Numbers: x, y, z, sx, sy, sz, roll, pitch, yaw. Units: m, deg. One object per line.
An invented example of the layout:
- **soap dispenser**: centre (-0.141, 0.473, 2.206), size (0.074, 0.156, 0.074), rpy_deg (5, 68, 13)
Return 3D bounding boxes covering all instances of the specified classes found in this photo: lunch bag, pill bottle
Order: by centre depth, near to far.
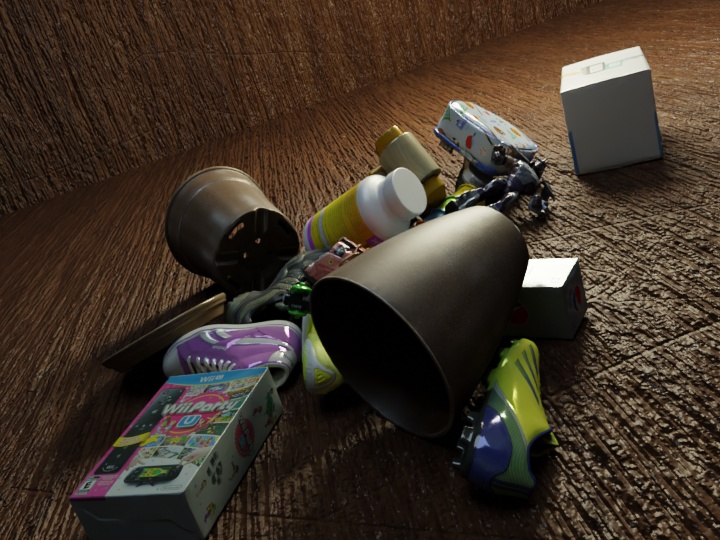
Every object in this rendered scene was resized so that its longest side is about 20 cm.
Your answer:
- **pill bottle**: centre (0.007, -0.077, 1.079), size (0.198, 0.105, 0.104), rpy_deg (-31, 10, 41)
- **lunch bag**: centre (0.224, -0.225, 1.237), size (0.160, 0.076, 0.199), rpy_deg (42, 28, 20)

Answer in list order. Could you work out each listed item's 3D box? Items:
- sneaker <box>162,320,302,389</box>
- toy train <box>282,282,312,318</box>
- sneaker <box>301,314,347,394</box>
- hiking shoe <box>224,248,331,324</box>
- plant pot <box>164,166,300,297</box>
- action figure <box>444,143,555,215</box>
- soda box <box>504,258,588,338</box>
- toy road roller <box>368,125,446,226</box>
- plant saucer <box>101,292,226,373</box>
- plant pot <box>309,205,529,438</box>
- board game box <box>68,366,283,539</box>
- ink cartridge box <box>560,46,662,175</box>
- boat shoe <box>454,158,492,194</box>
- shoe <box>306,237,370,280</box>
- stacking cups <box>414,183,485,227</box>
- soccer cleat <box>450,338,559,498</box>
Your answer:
- **sneaker**: centre (-0.175, 0.124, 0.895), size (0.196, 0.074, 0.115), rpy_deg (-15, 27, 13)
- **toy train**: centre (0.006, 0.047, 0.829), size (0.195, 0.043, 0.056), rpy_deg (10, 4, 2)
- **sneaker**: centre (-0.020, 0.093, 0.862), size (0.102, 0.078, 0.201), rpy_deg (1, 20, -5)
- **hiking shoe**: centre (-0.098, 0.045, 1.029), size (0.198, 0.077, 0.100), rpy_deg (-34, 33, -12)
- **plant pot**: centre (-0.207, -0.055, 1.192), size (0.198, 0.204, 0.197), rpy_deg (-28, 31, -22)
- **action figure**: centre (0.227, -0.124, 1.088), size (0.198, 0.070, 0.130), rpy_deg (-34, 68, -22)
- **soda box**: centre (0.161, 0.032, 0.832), size (0.196, 0.070, 0.063), rpy_deg (-2, 29, 38)
- **toy road roller**: centre (0.055, -0.127, 1.163), size (0.145, 0.124, 0.200), rpy_deg (-39, -12, -1)
- **plant saucer**: centre (-0.278, 0.093, 1.019), size (0.197, 0.030, 0.200), rpy_deg (-30, 1, 1)
- **plant pot**: centre (0.080, 0.029, 0.717), size (0.199, 0.190, 0.185), rpy_deg (-40, 29, -29)
- **board game box**: centre (-0.189, 0.192, 0.756), size (0.144, 0.066, 0.201), rpy_deg (-9, 23, 22)
- **ink cartridge box**: centre (0.434, -0.282, 1.231), size (0.143, 0.150, 0.201), rpy_deg (-10, 23, 22)
- **boat shoe**: centre (0.203, -0.168, 1.270), size (0.057, 0.068, 0.200), rpy_deg (-53, 1, 25)
- **shoe**: centre (0.000, 0.000, 0.918), size (0.071, 0.092, 0.199), rpy_deg (-42, 8, -34)
- **stacking cups**: centre (0.115, -0.069, 1.113), size (0.198, 0.062, 0.060), rpy_deg (-34, 27, -32)
- **soccer cleat**: centre (0.144, 0.133, 0.648), size (0.082, 0.066, 0.200), rpy_deg (22, 31, 14)
